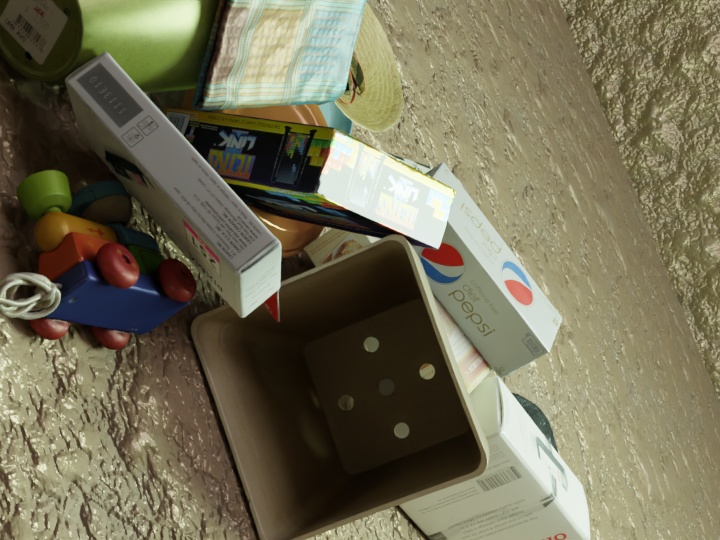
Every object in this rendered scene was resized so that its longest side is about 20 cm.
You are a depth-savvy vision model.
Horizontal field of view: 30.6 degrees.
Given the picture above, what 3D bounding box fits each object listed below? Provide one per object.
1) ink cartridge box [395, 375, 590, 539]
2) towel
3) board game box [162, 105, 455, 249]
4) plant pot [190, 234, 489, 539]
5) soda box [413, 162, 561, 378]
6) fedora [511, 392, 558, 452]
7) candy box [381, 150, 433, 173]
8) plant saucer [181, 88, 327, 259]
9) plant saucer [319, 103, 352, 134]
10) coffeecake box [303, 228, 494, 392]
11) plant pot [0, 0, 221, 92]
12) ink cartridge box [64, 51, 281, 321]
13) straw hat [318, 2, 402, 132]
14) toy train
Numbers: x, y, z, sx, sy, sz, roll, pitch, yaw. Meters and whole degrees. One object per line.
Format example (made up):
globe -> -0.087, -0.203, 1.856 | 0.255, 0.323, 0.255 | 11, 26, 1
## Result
ink cartridge box -> 0.127, 0.218, 1.343 | 0.200, 0.145, 0.085 | 52, 25, -32
towel -> -0.056, -0.204, 1.094 | 0.022, 0.148, 0.200 | 28, 23, 25
board game box -> -0.049, -0.077, 1.086 | 0.165, 0.199, 0.057 | 23, 83, -48
plant pot -> 0.002, 0.104, 1.133 | 0.177, 0.198, 0.201 | 14, 55, -74
soda box -> 0.107, 0.000, 1.261 | 0.200, 0.063, 0.068 | 52, 33, -10
fedora -> 0.174, 0.205, 1.520 | 0.201, 0.091, 0.201 | 54, 23, -36
candy box -> 0.078, -0.035, 1.523 | 0.136, 0.061, 0.201 | 12, 46, -55
plant saucer -> -0.087, -0.111, 1.244 | 0.199, 0.037, 0.202 | 18, 66, -48
plant saucer -> -0.072, -0.232, 1.491 | 0.200, 0.027, 0.201 | 50, 27, -37
coffeecake box -> 0.056, 0.025, 1.299 | 0.201, 0.073, 0.153 | 57, 31, 0
plant pot -> -0.192, -0.215, 1.036 | 0.200, 0.186, 0.188 | -38, 103, -55
ink cartridge box -> -0.138, -0.047, 1.000 | 0.200, 0.043, 0.174 | 47, -18, 14
straw hat -> -0.043, -0.219, 1.398 | 0.201, 0.085, 0.202 | 40, 38, -40
toy train -> -0.209, -0.020, 0.913 | 0.200, 0.084, 0.116 | 18, 41, -61
